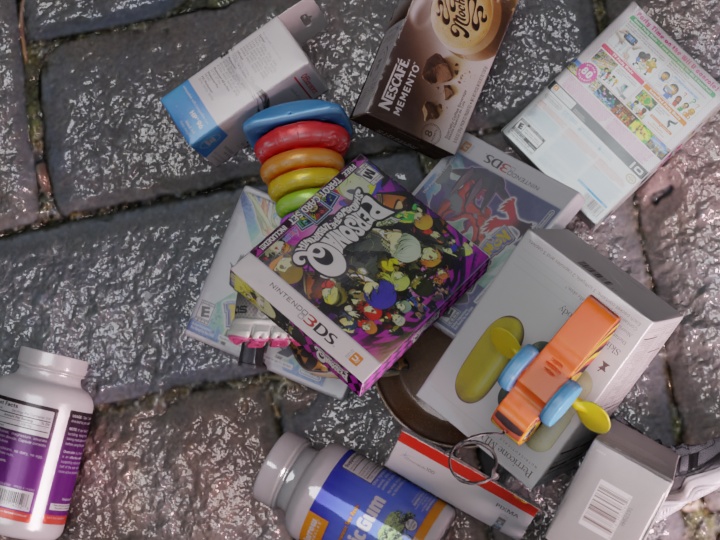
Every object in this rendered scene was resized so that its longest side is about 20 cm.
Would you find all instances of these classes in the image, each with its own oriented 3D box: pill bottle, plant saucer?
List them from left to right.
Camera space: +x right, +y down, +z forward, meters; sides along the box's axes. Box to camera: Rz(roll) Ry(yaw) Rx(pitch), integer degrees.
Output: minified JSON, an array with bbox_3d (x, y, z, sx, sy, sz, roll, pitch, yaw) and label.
[{"bbox_3d":[-0.361,0.190,1.570,0.112,0.112,0.201,12,84,11],"label":"pill bottle"},{"bbox_3d":[-0.010,0.253,1.502,0.199,0.112,0.113,27,87,12],"label":"pill bottle"},{"bbox_3d":[0.111,0.092,1.543,0.199,0.037,0.202,-1,82,9],"label":"plant saucer"}]

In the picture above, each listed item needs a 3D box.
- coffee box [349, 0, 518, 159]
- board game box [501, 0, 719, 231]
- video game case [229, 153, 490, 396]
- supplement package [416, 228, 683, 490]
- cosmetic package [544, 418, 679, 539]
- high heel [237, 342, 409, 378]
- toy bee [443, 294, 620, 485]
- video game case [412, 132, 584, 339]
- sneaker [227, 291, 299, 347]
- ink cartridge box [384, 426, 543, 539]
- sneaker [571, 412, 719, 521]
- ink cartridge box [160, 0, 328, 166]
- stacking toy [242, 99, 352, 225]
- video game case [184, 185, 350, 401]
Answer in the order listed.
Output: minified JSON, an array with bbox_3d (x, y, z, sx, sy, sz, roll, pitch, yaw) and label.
[{"bbox_3d":[0.081,-0.236,1.553,0.112,0.080,0.201,24,86,-13],"label":"coffee box"},{"bbox_3d":[0.274,-0.165,1.537,0.200,0.064,0.148,-44,79,3],"label":"board game box"},{"bbox_3d":[0.000,0.000,1.428,0.181,0.036,0.200,40,64,16],"label":"video game case"},{"bbox_3d":[0.189,0.083,1.407,0.152,0.150,0.201,38,105,18],"label":"supplement package"},{"bbox_3d":[0.243,0.213,1.355,0.090,0.200,0.107,27,98,16],"label":"cosmetic package"},{"bbox_3d":[-0.037,0.042,1.529,0.199,0.071,0.144,5,86,20],"label":"high heel"},{"bbox_3d":[0.153,0.110,1.298,0.199,0.109,0.131,-26,72,-4],"label":"toy bee"},{"bbox_3d":[0.111,-0.039,1.511,0.200,0.023,0.182,-49,47,-7],"label":"video game case"},{"bbox_3d":[-0.039,0.030,1.466,0.198,0.074,0.088,-3,80,6],"label":"sneaker"},{"bbox_3d":[0.101,0.218,1.435,0.159,0.200,0.047,29,85,6],"label":"ink cartridge box"},{"bbox_3d":[0.312,0.189,1.474,0.199,0.075,0.114,-31,81,7],"label":"sneaker"},{"bbox_3d":[-0.110,-0.208,1.580,0.199,0.116,0.068,-35,79,4],"label":"ink cartridge box"},{"bbox_3d":[-0.055,-0.073,1.545,0.115,0.110,0.201,-11,74,5],"label":"stacking toy"},{"bbox_3d":[-0.074,0.024,1.590,0.199,0.022,0.183,22,86,12],"label":"video game case"}]
